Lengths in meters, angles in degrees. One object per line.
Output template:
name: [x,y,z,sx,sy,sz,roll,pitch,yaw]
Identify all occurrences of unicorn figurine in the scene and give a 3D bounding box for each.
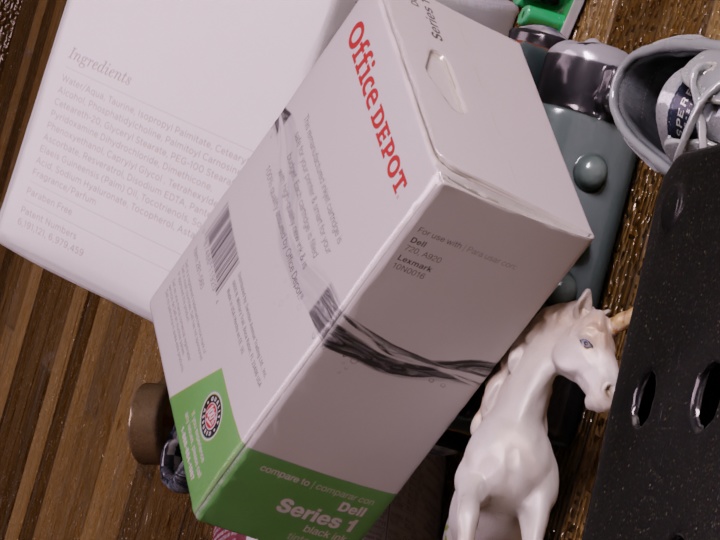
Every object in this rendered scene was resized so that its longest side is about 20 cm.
unicorn figurine: [0.065,0.100,1.248,0.200,0.073,0.138,123,160,-52]

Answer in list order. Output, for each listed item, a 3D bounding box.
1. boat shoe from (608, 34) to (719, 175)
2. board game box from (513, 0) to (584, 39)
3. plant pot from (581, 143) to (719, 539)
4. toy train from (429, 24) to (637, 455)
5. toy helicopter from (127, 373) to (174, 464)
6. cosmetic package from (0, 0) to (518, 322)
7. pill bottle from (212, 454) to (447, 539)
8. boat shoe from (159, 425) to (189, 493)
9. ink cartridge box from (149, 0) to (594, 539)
boat shoe: [0.141,-0.049,1.126,0.201,0.071,0.070,-142,68,-74]
board game box: [0.109,-0.239,1.514,0.200,0.026,0.201,-105,34,-62]
plant pot: [0.164,0.054,0.753,0.199,0.177,0.201,169,114,-74]
toy train: [0.070,-0.011,1.345,0.114,0.085,0.201,11,84,63]
toy helicopter: [-0.092,0.065,1.775,0.200,0.078,0.133,-52,-38,-60]
cosmetic package: [-0.054,-0.075,1.552,0.166,0.167,0.201,25,103,32]
pill bottle: [-0.018,0.141,1.437,0.110,0.109,0.201,130,151,-57]
boat shoe: [-0.043,0.092,1.609,0.200,0.090,0.071,136,146,-62]
ink cartridge box: [0.000,0.000,1.284,0.200,0.084,0.146,-53,32,28]
